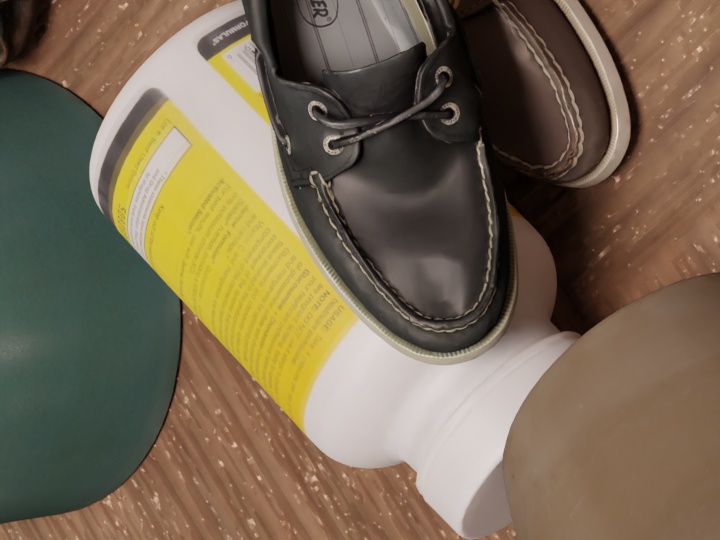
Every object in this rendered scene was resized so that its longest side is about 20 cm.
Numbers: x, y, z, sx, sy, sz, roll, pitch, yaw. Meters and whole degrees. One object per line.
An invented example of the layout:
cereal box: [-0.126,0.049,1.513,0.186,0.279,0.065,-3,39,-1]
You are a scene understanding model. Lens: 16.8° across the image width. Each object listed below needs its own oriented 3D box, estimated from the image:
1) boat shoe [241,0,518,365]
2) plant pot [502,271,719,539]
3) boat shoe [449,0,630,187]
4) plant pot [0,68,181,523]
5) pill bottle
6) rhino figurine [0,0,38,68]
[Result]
boat shoe: [0.002,-0.067,0.815,0.074,0.066,0.200,-14,74,-2]
plant pot: [0.134,0.101,0.776,0.174,0.199,0.200,55,127,35]
boat shoe: [0.018,-0.105,0.893,0.200,0.059,0.072,52,123,19]
plant pot: [-0.202,0.021,1.022,0.200,0.161,0.201,7,102,36]
pill bottle: [0.000,0.000,0.893,0.200,0.112,0.112,46,122,22]
rhino figurine: [-0.205,-0.158,1.056,0.200,0.060,0.088,41,125,28]
